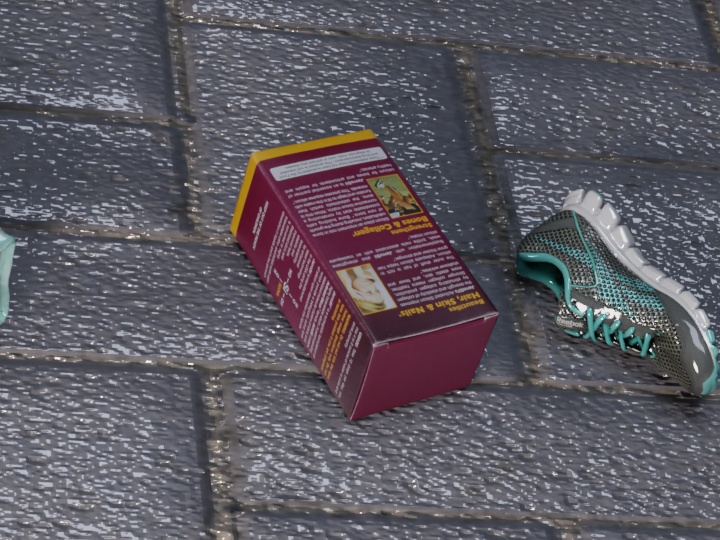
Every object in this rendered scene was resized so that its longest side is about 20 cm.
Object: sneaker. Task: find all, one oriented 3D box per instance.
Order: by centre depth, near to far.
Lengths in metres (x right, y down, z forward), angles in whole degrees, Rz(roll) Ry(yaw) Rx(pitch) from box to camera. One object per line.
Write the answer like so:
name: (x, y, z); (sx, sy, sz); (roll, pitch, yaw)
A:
sneaker: (0.193, 0.031, 1.820); (0.091, 0.078, 0.200); (-29, 57, -19)

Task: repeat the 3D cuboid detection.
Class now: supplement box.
supplement box: (0.000, 0.000, 1.761); (0.110, 0.086, 0.201); (-13, 53, -29)

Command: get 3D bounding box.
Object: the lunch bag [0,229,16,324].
lunch bag: (-0.355, 0.022, 1.600); (0.170, 0.122, 0.200); (33, 55, 11)
